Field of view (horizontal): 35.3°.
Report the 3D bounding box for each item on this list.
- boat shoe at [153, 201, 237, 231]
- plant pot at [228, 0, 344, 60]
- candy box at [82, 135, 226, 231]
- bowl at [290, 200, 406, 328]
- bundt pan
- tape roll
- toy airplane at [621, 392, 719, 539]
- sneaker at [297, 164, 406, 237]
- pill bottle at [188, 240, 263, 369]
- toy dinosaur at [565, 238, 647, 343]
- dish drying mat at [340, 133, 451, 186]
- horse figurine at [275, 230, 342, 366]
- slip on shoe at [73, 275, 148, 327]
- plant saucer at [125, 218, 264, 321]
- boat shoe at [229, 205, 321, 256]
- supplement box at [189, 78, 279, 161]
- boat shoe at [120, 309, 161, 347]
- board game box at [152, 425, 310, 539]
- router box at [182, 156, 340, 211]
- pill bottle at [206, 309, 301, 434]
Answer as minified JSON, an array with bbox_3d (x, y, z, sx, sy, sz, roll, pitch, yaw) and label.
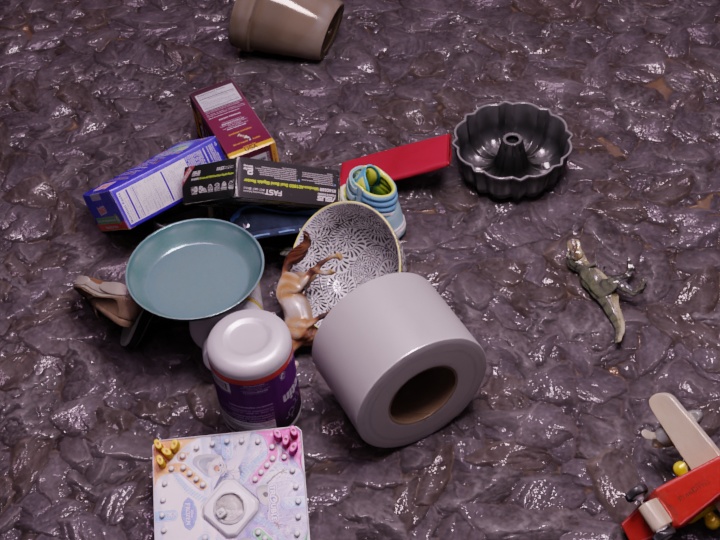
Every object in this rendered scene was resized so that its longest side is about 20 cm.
[{"bbox_3d":[-0.242,-0.094,1.843,0.199,0.065,0.072,-16,77,-6],"label":"boat shoe"},{"bbox_3d":[-0.131,-0.489,2.151,0.173,0.200,0.200,23,51,3],"label":"plant pot"},{"bbox_3d":[-0.334,-0.141,1.847,0.200,0.077,0.169,-31,16,-24],"label":"candy box"},{"bbox_3d":[0.000,0.000,1.707,0.201,0.201,0.094,36,16,32],"label":"bowl"},{"bbox_3d":[0.254,-0.193,1.900,0.201,0.076,0.202,-2,46,2],"label":"bundt pan"},{"bbox_3d":[0.052,0.123,1.538,0.202,0.203,0.139,-23,48,-16],"label":"tape roll"},{"bbox_3d":[0.440,0.265,1.413,0.199,0.141,0.201,8,80,29],"label":"toy airplane"},{"bbox_3d":[-0.024,-0.125,1.822,0.199,0.131,0.080,10,49,15],"label":"sneaker"},{"bbox_3d":[-0.202,0.053,1.684,0.112,0.112,0.200,-9,47,-4],"label":"pill bottle"},{"bbox_3d":[0.383,0.023,1.710,0.088,0.048,0.200,-25,49,2],"label":"toy dinosaur"},{"bbox_3d":[0.058,-0.176,1.895,0.200,0.018,0.077,-13,44,21],"label":"dish drying mat"},{"bbox_3d":[-0.081,0.048,1.667,0.132,0.050,0.201,-19,71,27],"label":"horse figurine"},{"bbox_3d":[-0.380,0.048,1.702,0.200,0.076,0.061,6,81,51],"label":"slip on shoe"},{"bbox_3d":[-0.236,0.006,1.629,0.199,0.036,0.200,-1,46,1],"label":"plant saucer"},{"bbox_3d":[-0.115,-0.047,1.768,0.200,0.084,0.069,4,56,-34],"label":"boat shoe"},{"bbox_3d":[-0.215,-0.223,1.944,0.085,0.111,0.200,-22,49,-14],"label":"supplement box"},{"bbox_3d":[-0.308,0.036,1.739,0.060,0.076,0.200,30,63,-21],"label":"boat shoe"},{"bbox_3d":[-0.169,0.305,1.457,0.199,0.026,0.200,-6,67,0],"label":"board game box"},{"bbox_3d":[-0.154,-0.130,1.753,0.200,0.062,0.150,3,-3,-41],"label":"router box"},{"bbox_3d":[-0.139,0.153,1.524,0.112,0.200,0.113,-2,47,3],"label":"pill bottle"}]
